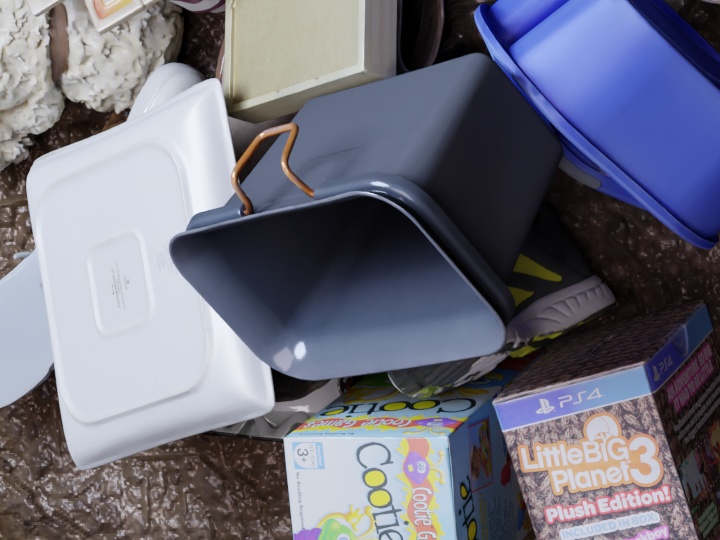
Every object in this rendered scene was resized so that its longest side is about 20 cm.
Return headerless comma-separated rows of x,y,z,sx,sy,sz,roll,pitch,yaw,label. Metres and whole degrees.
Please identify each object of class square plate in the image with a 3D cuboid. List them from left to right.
-0.136,0.006,1.592,0.197,0.028,0.202,-20,77,47,square plate

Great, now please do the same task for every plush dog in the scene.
-0.196,-0.155,1.654,0.170,0.161,0.202,-6,102,-4,plush dog

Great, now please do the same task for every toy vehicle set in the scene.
-0.030,-0.197,1.553,0.124,0.026,0.202,-12,72,46,toy vehicle set

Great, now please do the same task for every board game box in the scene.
0.039,0.122,1.587,0.102,0.200,0.106,-1,102,20,board game box
0.172,0.139,1.564,0.096,0.159,0.202,-16,96,22,board game box

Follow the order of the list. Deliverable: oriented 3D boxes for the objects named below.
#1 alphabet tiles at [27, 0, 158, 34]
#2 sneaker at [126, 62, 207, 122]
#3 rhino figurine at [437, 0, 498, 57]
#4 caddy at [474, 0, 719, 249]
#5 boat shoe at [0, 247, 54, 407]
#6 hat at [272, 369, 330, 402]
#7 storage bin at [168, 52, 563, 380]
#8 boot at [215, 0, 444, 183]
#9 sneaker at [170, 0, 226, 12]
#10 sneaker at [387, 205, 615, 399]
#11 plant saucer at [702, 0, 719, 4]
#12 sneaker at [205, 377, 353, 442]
-0.130,-0.242,1.579,0.199,0.006,0.167,-29,67,13,alphabet tiles
-0.105,-0.026,1.634,0.084,0.072,0.202,12,97,45,sneaker
0.082,-0.196,1.575,0.087,0.060,0.202,7,106,21,rhino figurine
0.150,-0.096,1.511,0.200,0.142,0.105,39,105,-25,caddy
-0.195,0.009,1.720,0.073,0.068,0.200,38,106,13,boat shoe
0.000,0.000,1.620,0.081,0.201,0.201,28,118,-33,hat
0.007,-0.042,1.455,0.199,0.135,0.146,-12,128,47,storage bin
-0.014,-0.132,1.591,0.146,0.070,0.202,15,100,47,boot
-0.117,-0.255,1.632,0.074,0.090,0.202,-13,72,21,sneaker
0.068,0.016,1.562,0.074,0.199,0.085,-35,79,36,sneaker
0.223,-0.256,1.523,0.199,0.034,0.202,5,105,19,plant saucer
-0.094,0.064,1.701,0.198,0.074,0.089,3,86,20,sneaker
